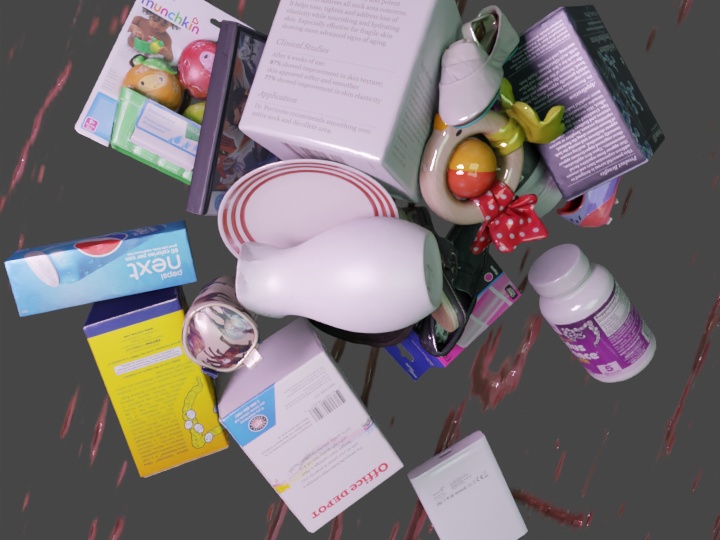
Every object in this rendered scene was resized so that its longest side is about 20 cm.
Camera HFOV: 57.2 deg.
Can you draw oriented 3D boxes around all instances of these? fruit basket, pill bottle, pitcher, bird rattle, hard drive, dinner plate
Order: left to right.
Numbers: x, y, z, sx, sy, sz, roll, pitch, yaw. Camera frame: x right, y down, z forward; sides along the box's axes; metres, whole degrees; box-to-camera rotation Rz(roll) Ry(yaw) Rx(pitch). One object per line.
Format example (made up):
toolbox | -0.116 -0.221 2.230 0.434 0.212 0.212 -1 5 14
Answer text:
fruit basket | -0.193 -0.205 0.750 0.185 0.094 0.200 27 92 -20
dinner plate | -0.057 -0.054 0.735 0.200 0.024 0.200 -1 143 -1
pitcher | -0.009 0.014 0.727 0.200 0.172 0.121 -5 74 21
hard drive | 0.169 0.362 1.028 0.132 0.027 0.200 -29 109 -8
bird rattle | 0.136 -0.111 0.743 0.163 0.113 0.200 -2 122 -25
pill bottle | 0.167 -0.154 0.852 0.200 0.116 0.117 29 94 -21
pill bottle | 0.330 0.060 0.954 0.112 0.112 0.200 -43 110 -2

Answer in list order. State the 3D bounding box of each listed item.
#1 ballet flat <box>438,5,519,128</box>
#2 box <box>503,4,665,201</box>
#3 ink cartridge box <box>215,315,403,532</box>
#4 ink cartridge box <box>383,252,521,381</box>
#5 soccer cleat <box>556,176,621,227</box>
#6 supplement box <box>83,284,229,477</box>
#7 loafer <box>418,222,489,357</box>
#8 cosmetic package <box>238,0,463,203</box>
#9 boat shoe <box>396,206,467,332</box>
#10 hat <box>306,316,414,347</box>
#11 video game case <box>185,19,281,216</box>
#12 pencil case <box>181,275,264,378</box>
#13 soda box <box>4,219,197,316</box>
ballet flat | 0.116 -0.219 0.686 0.069 0.069 0.200 51 43 -21
box | 0.269 -0.209 0.811 0.107 0.148 0.200 -27 95 37
ink cartridge box | -0.070 0.194 0.854 0.147 0.145 0.200 -33 110 -6
ink cartridge box | 0.127 0.065 0.939 0.200 0.037 0.095 -42 110 -1
soccer cleat | 0.339 -0.159 0.931 0.076 0.067 0.200 10 103 -13
supplement box | -0.244 0.126 0.806 0.109 0.109 0.200 -17 108 -11
loafer | 0.131 0.019 0.875 0.068 0.070 0.201 18 89 -6
cosmetic package | 0.003 -0.203 0.718 0.167 0.166 0.200 18 88 20
boat shoe | 0.092 -0.013 0.830 0.065 0.200 0.072 -19 139 -7
hat | 0.000 0.000 0.855 0.200 0.081 0.201 14 127 19
video game case | -0.112 -0.159 0.756 0.181 0.025 0.200 -5 111 -61
pencil case | -0.156 0.059 0.772 0.078 0.200 0.090 -37 102 -1
soda box | -0.301 -0.005 0.782 0.200 0.064 0.068 -12 107 -14
